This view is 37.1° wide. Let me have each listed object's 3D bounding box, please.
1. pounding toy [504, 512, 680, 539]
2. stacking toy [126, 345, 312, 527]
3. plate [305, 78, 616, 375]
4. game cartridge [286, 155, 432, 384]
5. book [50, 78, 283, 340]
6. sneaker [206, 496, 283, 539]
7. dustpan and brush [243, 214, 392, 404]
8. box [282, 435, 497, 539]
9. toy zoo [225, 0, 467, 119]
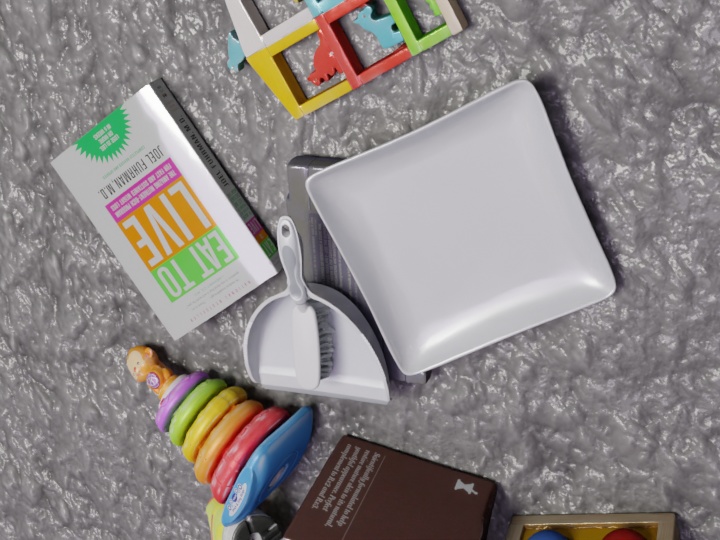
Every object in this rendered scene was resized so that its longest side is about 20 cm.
[{"bbox_3d":[0.203,0.293,0.916,0.181,0.200,0.144,-7,112,23],"label":"pounding toy"},{"bbox_3d":[-0.155,0.139,1.048,0.199,0.110,0.117,37,125,13],"label":"stacking toy"},{"bbox_3d":[0.083,-0.032,0.876,0.198,0.032,0.201,-23,111,14],"label":"plate"},{"bbox_3d":[0.000,0.000,0.949,0.128,0.038,0.203,9,118,21],"label":"game cartridge"},{"bbox_3d":[-0.174,-0.055,0.985,0.133,0.048,0.201,-31,100,26],"label":"book"},{"bbox_3d":[-0.112,0.309,1.129,0.090,0.078,0.203,29,139,44],"label":"sneaker"},{"bbox_3d":[-0.047,0.037,0.931,0.137,0.057,0.203,5,117,18],"label":"dustpan and brush"},{"bbox_3d":[0.020,0.301,1.010,0.162,0.166,0.203,15,119,14],"label":"box"},{"bbox_3d":[-0.028,-0.209,0.862,0.198,0.020,0.132,-24,105,29],"label":"toy zoo"}]
